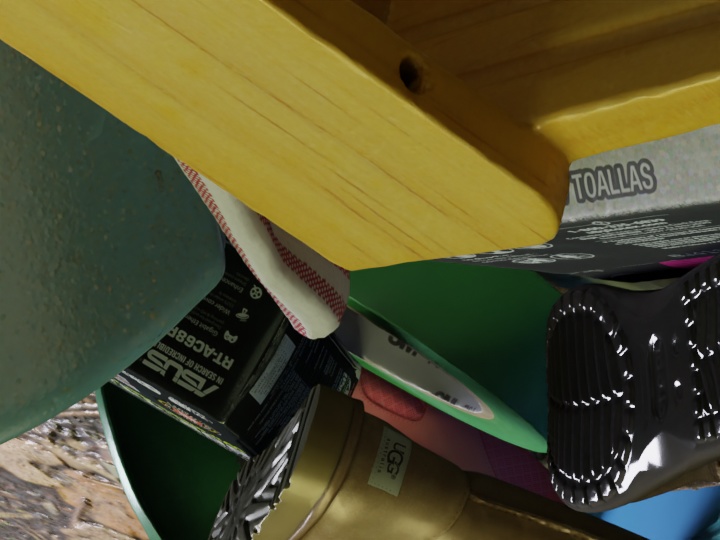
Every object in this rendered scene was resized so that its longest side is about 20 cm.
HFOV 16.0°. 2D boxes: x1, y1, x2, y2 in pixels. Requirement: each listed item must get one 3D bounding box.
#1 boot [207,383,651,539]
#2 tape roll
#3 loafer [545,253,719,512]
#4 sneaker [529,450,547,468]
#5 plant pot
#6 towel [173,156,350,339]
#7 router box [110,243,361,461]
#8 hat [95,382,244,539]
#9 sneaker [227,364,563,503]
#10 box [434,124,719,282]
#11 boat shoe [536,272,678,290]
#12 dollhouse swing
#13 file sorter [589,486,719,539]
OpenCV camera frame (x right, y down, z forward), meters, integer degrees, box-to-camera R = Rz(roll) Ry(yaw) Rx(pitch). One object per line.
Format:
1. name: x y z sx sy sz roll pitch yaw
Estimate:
1. boot: 0.044 0.130 0.943 0.199 0.067 0.175 25 151 -9
2. tape roll: 0.000 0.000 1.000 0.199 0.048 0.200 30 173 4
3. loafer: 0.113 0.038 0.794 0.070 0.074 0.200 2 174 -18
4. sneaker: 0.106 0.090 1.162 0.198 0.076 0.081 15 145 0
5. plant pot: -0.158 -0.033 0.843 0.198 0.198 0.196 -13 -174 -18
6. towel: -0.035 -0.100 0.731 0.030 0.201 0.147 -14 144 16
7. router box: -0.106 0.003 1.014 0.199 0.062 0.150 29 173 15
8. hat: -0.006 0.057 1.190 0.175 0.167 0.200 -23 165 13
9. sneaker: 0.011 0.071 1.123 0.200 0.087 0.074 41 140 14
10. box: 0.109 -0.066 0.732 0.132 0.116 0.199 6 170 -44
11. boat shoe: 0.078 -0.027 0.948 0.201 0.064 0.073 16 171 45
12. dollhouse swing: 0.034 -0.132 0.609 0.181 0.201 0.175 34 143 -25
13. file sorter: 0.172 0.084 1.007 0.122 0.140 0.200 21 156 -8
